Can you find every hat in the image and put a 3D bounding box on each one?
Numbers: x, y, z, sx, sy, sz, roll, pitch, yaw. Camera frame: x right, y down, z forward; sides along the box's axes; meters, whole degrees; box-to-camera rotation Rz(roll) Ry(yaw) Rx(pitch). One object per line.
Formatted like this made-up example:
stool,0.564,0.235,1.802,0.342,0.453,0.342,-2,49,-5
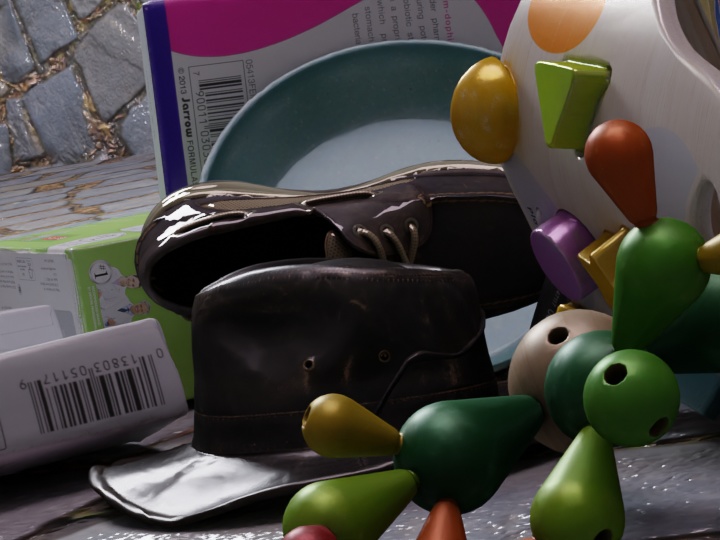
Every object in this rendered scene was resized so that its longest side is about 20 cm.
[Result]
hat,-0.011,0.033,0.932,0.200,0.081,0.201,-10,8,1

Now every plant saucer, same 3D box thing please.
plant saucer,0.024,-0.021,1.119,0.199,0.201,0.036,-11,-36,-5

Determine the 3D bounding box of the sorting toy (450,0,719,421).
sorting toy,0.121,-0.015,0.838,0.107,0.200,0.180,-30,20,-5

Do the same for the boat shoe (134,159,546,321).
boat shoe,0.000,0.000,1.026,0.199,0.075,0.073,-5,19,9

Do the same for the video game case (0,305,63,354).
video game case,-0.255,0.065,1.040,0.200,0.024,0.182,-12,-11,-43

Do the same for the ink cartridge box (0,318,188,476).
ink cartridge box,-0.182,0.080,1.052,0.162,0.057,0.200,-14,-13,-25

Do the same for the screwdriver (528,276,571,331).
screwdriver,0.099,-0.035,0.970,0.028,0.201,0.029,0,37,-20

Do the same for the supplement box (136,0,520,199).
supplement box,-0.007,-0.096,1.221,0.199,0.102,0.103,-7,4,-7

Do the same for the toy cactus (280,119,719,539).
toy cactus,0.061,0.030,0.723,0.200,0.102,0.165,-38,-1,0

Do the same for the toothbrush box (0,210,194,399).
toothbrush box,-0.074,0.010,1.214,0.199,0.086,0.145,-14,8,-28

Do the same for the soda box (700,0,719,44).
soda box,0.130,-0.064,1.024,0.064,0.201,0.068,-8,7,19
